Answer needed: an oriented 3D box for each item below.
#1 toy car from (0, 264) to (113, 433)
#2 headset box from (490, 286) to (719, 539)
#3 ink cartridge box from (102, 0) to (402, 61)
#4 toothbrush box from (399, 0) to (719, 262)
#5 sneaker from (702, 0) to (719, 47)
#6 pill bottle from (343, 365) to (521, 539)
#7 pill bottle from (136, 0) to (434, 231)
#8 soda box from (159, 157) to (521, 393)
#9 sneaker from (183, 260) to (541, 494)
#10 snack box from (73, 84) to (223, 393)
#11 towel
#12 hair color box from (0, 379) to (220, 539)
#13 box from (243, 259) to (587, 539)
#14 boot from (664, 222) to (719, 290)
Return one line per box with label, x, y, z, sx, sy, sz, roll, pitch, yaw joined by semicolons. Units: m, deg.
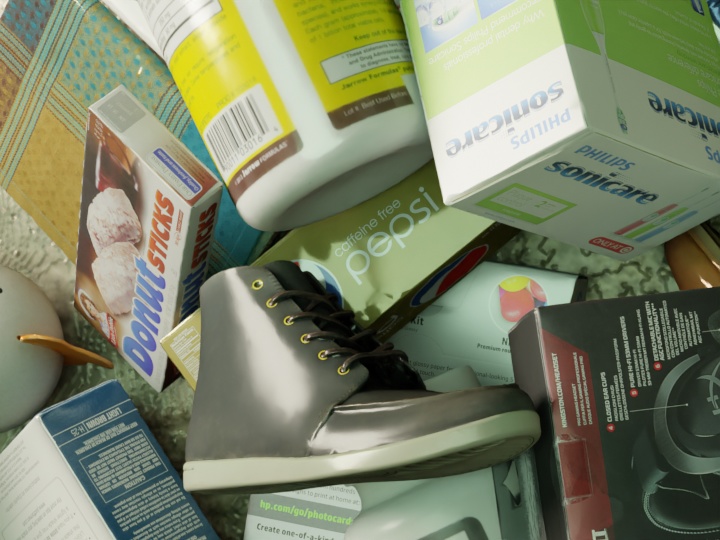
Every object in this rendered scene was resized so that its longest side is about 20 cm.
toy car;-0.233;0.038;1.141;0.199;0.177;0.185;-1;77;3
headset box;0.158;0.085;0.970;0.199;0.077;0.149;-7;80;-6
ink cartridge box;-0.042;-0.152;1.120;0.200;0.085;0.146;43;95;10
toothbrush box;0.093;-0.121;1.005;0.086;0.145;0.201;-29;63;33
sneaker;0.190;-0.059;1.073;0.088;0.075;0.200;-40;70;19
pill bottle;0.059;0.153;1.039;0.110;0.111;0.200;-26;83;13
pill bottle;-0.045;-0.127;1.006;0.109;0.109;0.200;-28;81;13
soda box;0.000;0.000;1.078;0.200;0.068;0.064;-39;78;9
sneaker;-0.009;0.043;0.975;0.200;0.075;0.107;-10;79;39
snack box;-0.109;-0.011;1.073;0.072;0.200;0.024;43;63;14
towel;-0.129;-0.057;1.147;0.200;0.022;0.147;45;130;12
hair color box;-0.117;0.169;1.133;0.200;0.060;0.100;57;137;9
box;0.026;0.089;1.125;0.155;0.041;0.201;9;92;15
boot;0.159;0.085;1.080;0.155;0.077;0.200;-29;89;17
